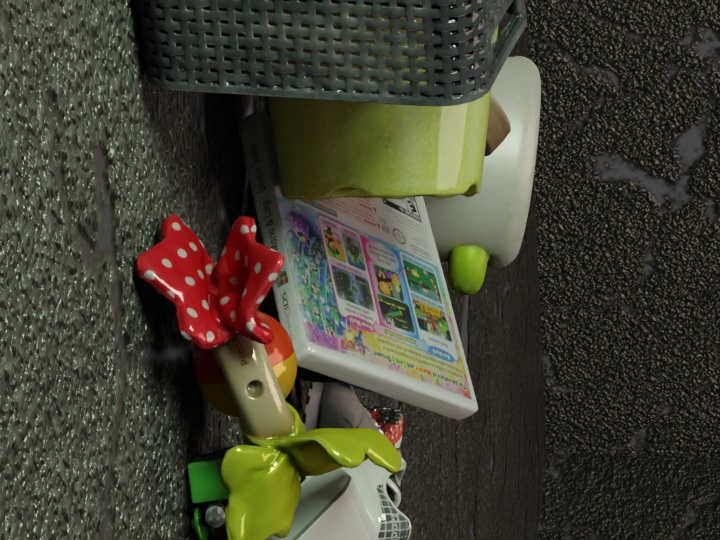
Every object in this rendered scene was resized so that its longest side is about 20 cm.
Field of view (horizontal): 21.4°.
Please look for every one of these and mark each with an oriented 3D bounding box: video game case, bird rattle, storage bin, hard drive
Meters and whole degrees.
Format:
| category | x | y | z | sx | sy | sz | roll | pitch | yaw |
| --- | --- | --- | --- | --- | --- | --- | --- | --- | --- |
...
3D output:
| category | x | y | z | sx | sy | sz | roll | pitch | yaw |
| --- | --- | --- | --- | --- | --- | --- | --- | --- | --- |
| video game case | 0.000 | 0.000 | 1.315 | 0.199 | 0.024 | 0.183 | 23 | 46 | -51 |
| bird rattle | -0.074 | 0.057 | 1.125 | 0.201 | 0.112 | 0.163 | 60 | -6 | -12 |
| storage bin | -0.015 | -0.165 | 1.056 | 0.135 | 0.198 | 0.094 | -59 | 148 | -55 |
| hard drive | -0.042 | 0.211 | 1.250 | 0.132 | 0.026 | 0.200 | -44 | 156 | -13 |

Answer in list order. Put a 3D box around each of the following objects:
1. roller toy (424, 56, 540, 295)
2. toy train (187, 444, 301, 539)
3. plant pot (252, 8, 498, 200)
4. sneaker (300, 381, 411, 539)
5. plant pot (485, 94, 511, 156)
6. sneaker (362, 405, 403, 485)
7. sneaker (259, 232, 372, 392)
| category | x | y | z | sx | sy | sz | roll | pitch | yaw |
| --- | --- | --- | --- | --- | --- | --- | --- | --- | --- |
| roller toy | 0.075 | -0.100 | 1.627 | 0.201 | 0.138 | 0.184 | -82 | 179 | -53 |
| toy train | -0.073 | 0.142 | 1.248 | 0.200 | 0.041 | 0.057 | 19 | 61 | -79 |
| plant pot | 0.012 | -0.138 | 1.227 | 0.200 | 0.198 | 0.186 | -17 | 106 | -79 |
| sneaker | -0.008 | 0.142 | 1.418 | 0.201 | 0.080 | 0.077 | -95 | -171 | -59 |
| plant pot | 0.009 | -0.135 | 1.411 | 0.093 | 0.201 | 0.201 | -49 | 165 | -3 |
| sneaker | 0.003 | 0.178 | 1.570 | 0.200 | 0.077 | 0.083 | -57 | 148 | -71 |
| sneaker | -0.022 | 0.052 | 1.369 | 0.201 | 0.076 | 0.112 | 65 | 21 | -44 |
